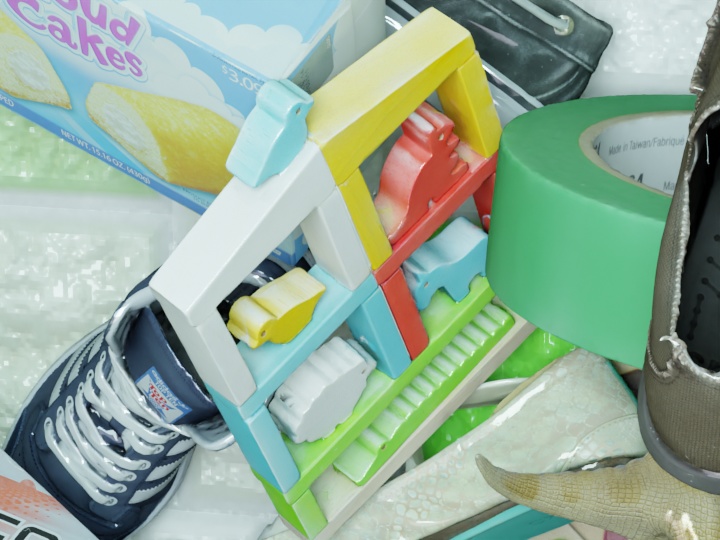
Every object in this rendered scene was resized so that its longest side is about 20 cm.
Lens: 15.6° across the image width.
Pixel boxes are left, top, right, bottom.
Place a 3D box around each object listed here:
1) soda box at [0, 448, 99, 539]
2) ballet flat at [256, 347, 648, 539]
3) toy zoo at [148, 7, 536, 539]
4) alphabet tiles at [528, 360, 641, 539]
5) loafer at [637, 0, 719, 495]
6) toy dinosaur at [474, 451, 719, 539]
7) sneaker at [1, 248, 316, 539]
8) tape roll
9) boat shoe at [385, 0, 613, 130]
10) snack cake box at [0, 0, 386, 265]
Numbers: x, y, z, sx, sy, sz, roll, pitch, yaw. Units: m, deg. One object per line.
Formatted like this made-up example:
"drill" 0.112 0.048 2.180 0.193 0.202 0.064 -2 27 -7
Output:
"soda box" -0.110 0.139 0.965 0.200 0.064 0.068 43 153 -5
"ballet flat" 0.017 0.088 0.982 0.199 0.067 0.063 -26 68 15
"toy zoo" 0.000 0.000 0.876 0.131 0.200 0.020 -44 58 -15
"alphabet tiles" 0.131 0.127 0.995 0.167 0.008 0.200 -43 94 20
"loafer" 0.125 -0.039 0.723 0.072 0.071 0.202 10 73 11
"toy dinosaur" 0.119 0.090 0.936 0.198 0.058 0.102 -3 102 -22
"sneaker" -0.082 0.052 0.964 0.070 0.109 0.200 44 110 -3
"tape roll" 0.141 -0.011 0.850 0.199 0.200 0.049 9 106 9
"boat shoe" 0.001 -0.121 0.927 0.200 0.072 0.071 37 94 -5
"snack cake box" -0.089 -0.098 0.895 0.199 0.115 0.067 29 66 17
